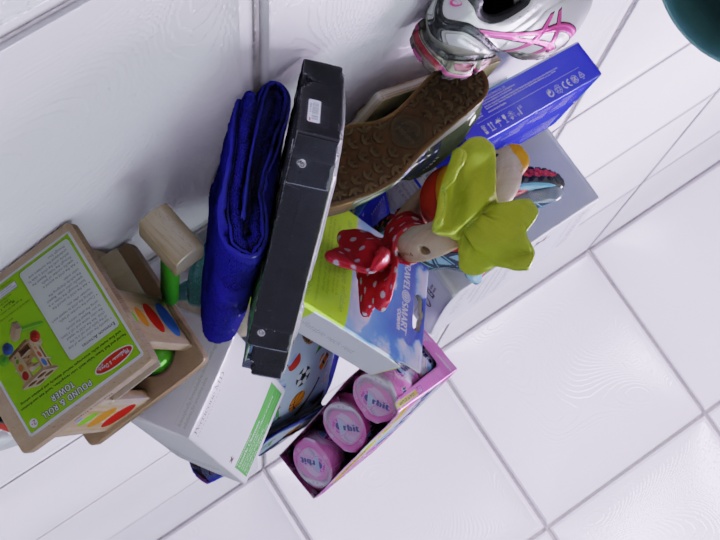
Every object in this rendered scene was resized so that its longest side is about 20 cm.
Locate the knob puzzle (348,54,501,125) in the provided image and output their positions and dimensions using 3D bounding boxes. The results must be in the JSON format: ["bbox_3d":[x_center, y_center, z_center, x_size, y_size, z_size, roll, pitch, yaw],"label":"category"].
[{"bbox_3d":[0.019,-0.129,1.222,0.219,0.031,0.220,-35,169,-7],"label":"knob puzzle"}]

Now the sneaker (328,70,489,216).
[{"bbox_3d":[0.025,-0.096,1.113,0.199,0.067,0.090,-36,164,-15],"label":"sneaker"}]

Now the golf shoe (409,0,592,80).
[{"bbox_3d":[0.135,-0.219,1.075,0.199,0.073,0.092,-26,165,-38],"label":"golf shoe"}]

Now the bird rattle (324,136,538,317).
[{"bbox_3d":[0.073,-0.040,1.125,0.199,0.113,0.163,-30,-165,46],"label":"bird rattle"}]

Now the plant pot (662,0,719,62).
[{"bbox_3d":[0.385,-0.300,1.199,0.200,0.201,0.161,-41,180,32],"label":"plant pot"}]

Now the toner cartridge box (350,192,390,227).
[{"bbox_3d":[0.000,0.000,1.366,0.095,0.043,0.201,-58,151,-32],"label":"toner cartridge box"}]

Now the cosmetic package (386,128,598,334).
[{"bbox_3d":[0.120,-0.067,1.433,0.199,0.167,0.168,-33,169,-15],"label":"cosmetic package"}]

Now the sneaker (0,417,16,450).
[{"bbox_3d":[-0.366,0.146,1.146,0.108,0.068,0.201,-38,166,19],"label":"sneaker"}]

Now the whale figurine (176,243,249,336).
[{"bbox_3d":[-0.106,0.001,1.272,0.157,0.105,0.200,-8,-171,-4],"label":"whale figurine"}]

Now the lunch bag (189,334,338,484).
[{"bbox_3d":[-0.105,0.121,1.418,0.170,0.123,0.202,-25,137,-53],"label":"lunch bag"}]

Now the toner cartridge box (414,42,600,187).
[{"bbox_3d":[0.140,-0.149,1.274,0.199,0.043,0.095,-31,171,-35],"label":"toner cartridge box"}]

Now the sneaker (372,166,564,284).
[{"bbox_3d":[0.114,-0.038,1.294,0.198,0.096,0.079,-20,-168,13],"label":"sneaker"}]

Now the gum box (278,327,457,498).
[{"bbox_3d":[0.010,0.151,1.413,0.113,0.066,0.200,-31,166,-48],"label":"gum box"}]

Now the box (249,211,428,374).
[{"bbox_3d":[-0.019,0.008,1.195,0.047,0.123,0.199,-20,140,38],"label":"box"}]

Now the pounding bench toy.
[{"bbox_3d":[-0.189,0.035,1.039,0.199,0.125,0.156,-36,169,7],"label":"pounding bench toy"}]

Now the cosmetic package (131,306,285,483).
[{"bbox_3d":[-0.146,0.118,1.208,0.200,0.084,0.109,64,48,-69],"label":"cosmetic package"}]

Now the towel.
[{"bbox_3d":[-0.099,-0.041,1.025,0.049,0.149,0.200,12,155,-7],"label":"towel"}]

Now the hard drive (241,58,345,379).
[{"bbox_3d":[-0.049,-0.039,0.974,0.140,0.037,0.202,-90,-166,-61],"label":"hard drive"}]
